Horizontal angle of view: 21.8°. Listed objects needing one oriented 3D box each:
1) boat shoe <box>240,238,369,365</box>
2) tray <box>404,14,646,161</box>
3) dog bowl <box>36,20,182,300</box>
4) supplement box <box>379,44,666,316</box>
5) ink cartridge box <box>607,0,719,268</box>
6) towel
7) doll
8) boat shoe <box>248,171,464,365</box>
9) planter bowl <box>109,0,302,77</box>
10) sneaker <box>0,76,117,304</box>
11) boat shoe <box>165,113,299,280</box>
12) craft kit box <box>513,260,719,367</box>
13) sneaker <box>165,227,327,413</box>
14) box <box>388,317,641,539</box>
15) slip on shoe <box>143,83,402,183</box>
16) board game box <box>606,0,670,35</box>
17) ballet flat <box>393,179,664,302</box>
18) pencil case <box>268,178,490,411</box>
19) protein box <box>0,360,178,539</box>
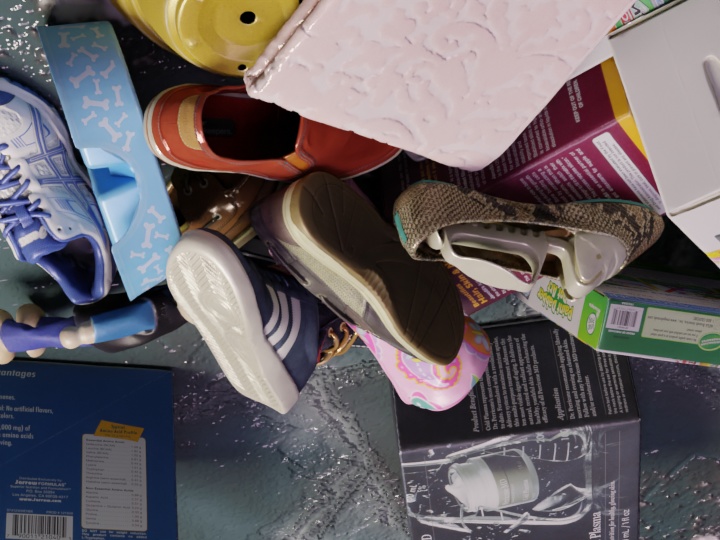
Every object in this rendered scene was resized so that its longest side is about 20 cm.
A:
[{"bbox_3d":[-0.029,0.046,1.450,0.199,0.091,0.071,16,134,-24],"label":"boat shoe"},{"bbox_3d":[0.091,-0.157,1.288,0.199,0.022,0.107,-28,127,22],"label":"tray"},{"bbox_3d":[-0.164,-0.078,1.263,0.049,0.112,0.201,-19,119,-6],"label":"dog bowl"},{"bbox_3d":[0.126,-0.066,1.352,0.199,0.086,0.110,-28,134,21],"label":"supplement box"},{"bbox_3d":[0.257,-0.082,1.271,0.087,0.146,0.200,-24,153,18],"label":"ink cartridge box"},{"bbox_3d":[0.055,-0.153,1.185,0.199,0.032,0.191,16,129,-35],"label":"towel"},{"bbox_3d":[-0.183,0.037,1.389,0.199,0.049,0.136,-9,-178,28],"label":"doll"},{"bbox_3d":[-0.001,0.001,1.306,0.066,0.072,0.201,-4,146,40],"label":"boat shoe"},{"bbox_3d":[-0.074,-0.185,1.194,0.199,0.084,0.201,-4,139,-3],"label":"planter bowl"},{"bbox_3d":[-0.229,-0.055,1.313,0.075,0.088,0.200,-25,134,21],"label":"sneaker"},{"bbox_3d":[-0.104,-0.057,1.340,0.068,0.072,0.200,14,134,-23],"label":"boat shoe"},{"bbox_3d":[0.234,0.029,1.404,0.199,0.198,0.049,8,102,-16],"label":"craft kit box"},{"bbox_3d":[-0.072,0.015,1.301,0.075,0.085,0.200,26,157,25],"label":"sneaker"},{"bbox_3d":[0.130,0.149,1.566,0.195,0.124,0.201,-7,138,2],"label":"box"},{"bbox_3d":[-0.045,-0.095,1.240,0.199,0.075,0.061,-1,-179,-35],"label":"slip on shoe"},{"bbox_3d":[0.109,-0.224,1.193,0.134,0.029,0.200,-27,128,18],"label":"board game box"},{"bbox_3d":[0.119,-0.014,1.287,0.199,0.076,0.068,7,135,-15],"label":"ballet flat"},{"bbox_3d":[0.013,0.016,1.394,0.087,0.088,0.200,-31,118,24],"label":"pencil case"},{"bbox_3d":[-0.252,0.192,1.498,0.197,0.201,0.135,4,137,-13],"label":"protein box"}]
